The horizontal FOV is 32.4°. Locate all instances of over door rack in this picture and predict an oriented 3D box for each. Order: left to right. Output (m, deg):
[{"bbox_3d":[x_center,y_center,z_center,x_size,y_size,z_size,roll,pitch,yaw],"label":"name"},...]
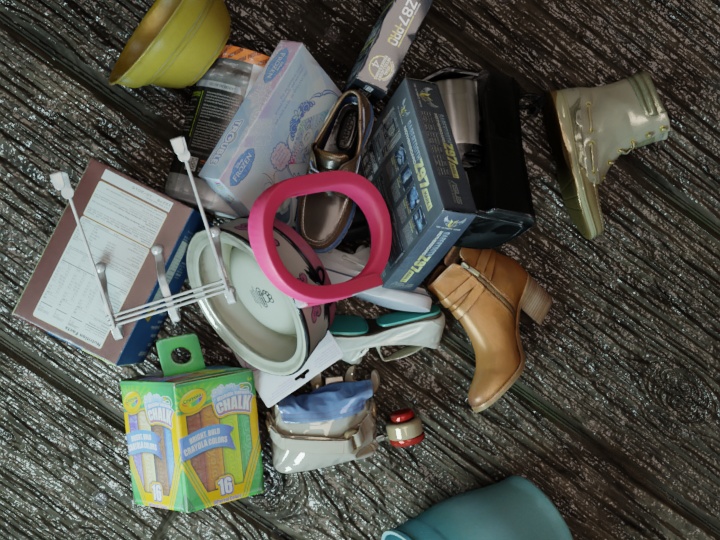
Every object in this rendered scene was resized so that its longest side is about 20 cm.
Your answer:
[{"bbox_3d":[-0.231,-0.040,1.353,0.147,0.067,0.201,-18,109,-2],"label":"over door rack"}]

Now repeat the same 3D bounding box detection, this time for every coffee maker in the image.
[{"bbox_3d":[0.158,-0.138,1.554,0.191,0.135,0.201,-2,71,-8],"label":"coffee maker"}]

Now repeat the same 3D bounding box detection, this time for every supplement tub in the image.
[{"bbox_3d":[-0.161,-0.170,1.548,0.122,0.123,0.201,17,89,-6],"label":"supplement tub"}]

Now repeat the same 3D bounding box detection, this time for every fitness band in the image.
[{"bbox_3d":[-0.040,-0.037,1.386,0.199,0.037,0.144,-13,86,-44],"label":"fitness band"}]

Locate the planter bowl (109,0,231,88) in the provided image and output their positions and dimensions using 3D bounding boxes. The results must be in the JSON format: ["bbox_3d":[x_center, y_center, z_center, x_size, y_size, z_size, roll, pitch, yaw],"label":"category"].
[{"bbox_3d":[-0.216,-0.285,1.516,0.083,0.200,0.201,35,86,-21],"label":"planter bowl"}]

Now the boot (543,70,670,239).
[{"bbox_3d":[0.335,-0.153,1.633,0.154,0.072,0.201,-14,91,-9],"label":"boot"}]

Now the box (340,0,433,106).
[{"bbox_3d":[0.035,-0.285,1.532,0.049,0.200,0.162,26,86,-6],"label":"box"}]

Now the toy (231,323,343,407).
[{"bbox_3d":[-0.116,0.062,1.568,0.115,0.047,0.200,-35,73,1],"label":"toy"}]

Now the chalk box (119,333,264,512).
[{"bbox_3d":[-0.207,0.180,1.519,0.124,0.123,0.201,-9,94,-42],"label":"chalk box"}]

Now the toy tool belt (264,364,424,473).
[{"bbox_3d":[-0.025,0.175,1.565,0.199,0.125,0.124,-12,98,-3],"label":"toy tool belt"}]

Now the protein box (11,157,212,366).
[{"bbox_3d":[-0.290,-0.005,1.490,0.134,0.199,0.201,27,87,1],"label":"protein box"}]

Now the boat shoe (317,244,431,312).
[{"bbox_3d":[0.000,0.000,1.582,0.199,0.074,0.066,17,82,5],"label":"boat shoe"}]

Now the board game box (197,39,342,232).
[{"bbox_3d":[-0.082,-0.140,1.520,0.201,0.043,0.199,-60,139,-16],"label":"board game box"}]

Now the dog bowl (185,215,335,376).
[{"bbox_3d":[-0.112,0.022,1.461,0.074,0.200,0.201,-36,94,-34],"label":"dog bowl"}]

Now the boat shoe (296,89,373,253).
[{"bbox_3d":[-0.037,-0.122,1.476,0.072,0.072,0.201,11,81,9],"label":"boat shoe"}]

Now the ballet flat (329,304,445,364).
[{"bbox_3d":[0.014,0.090,1.603,0.199,0.069,0.070,-7,91,-7],"label":"ballet flat"}]

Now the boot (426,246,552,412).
[{"bbox_3d":[0.146,0.065,1.593,0.154,0.074,0.201,36,64,-17],"label":"boot"}]

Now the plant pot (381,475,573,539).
[{"bbox_3d":[0.159,0.362,1.562,0.187,0.200,0.201,-32,94,-21],"label":"plant pot"}]

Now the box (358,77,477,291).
[{"bbox_3d":[0.059,-0.101,1.470,0.051,0.158,0.201,5,53,-27],"label":"box"}]

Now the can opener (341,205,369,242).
[{"bbox_3d":[0.011,-0.067,1.573,0.199,0.064,0.079,-22,51,-33],"label":"can opener"}]
